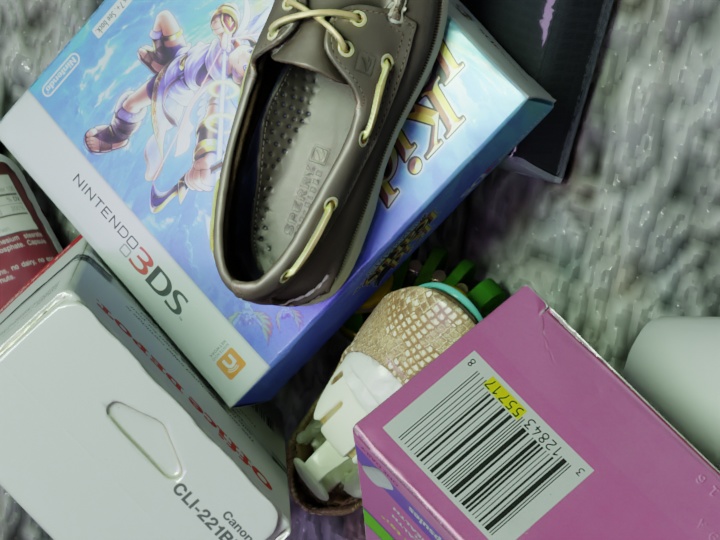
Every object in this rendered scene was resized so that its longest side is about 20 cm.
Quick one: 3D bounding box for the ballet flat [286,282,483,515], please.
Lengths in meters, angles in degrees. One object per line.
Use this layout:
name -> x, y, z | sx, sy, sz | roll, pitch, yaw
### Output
ballet flat -> 0.007, 0.071, 0.894 | 0.071, 0.065, 0.200 | 46, 154, 12

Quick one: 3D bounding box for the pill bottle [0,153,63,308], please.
pill bottle -> -0.222, 0.006, 1.078 | 0.114, 0.114, 0.200 | -40, 74, 35

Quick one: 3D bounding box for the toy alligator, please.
toy alligator -> 0.000, 0.000, 0.928 | 0.200, 0.059, 0.054 | 24, 72, 10

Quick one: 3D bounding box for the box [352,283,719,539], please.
box -> 0.091, 0.134, 0.810 | 0.176, 0.097, 0.200 | 45, 164, 21

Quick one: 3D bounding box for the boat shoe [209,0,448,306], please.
boat shoe -> -0.015, -0.081, 0.812 | 0.072, 0.060, 0.200 | 19, 96, 19

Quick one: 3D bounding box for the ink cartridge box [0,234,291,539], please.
ink cartridge box -> -0.109, 0.067, 0.903 | 0.084, 0.200, 0.144 | -42, 99, 3

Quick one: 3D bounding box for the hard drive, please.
hard drive -> 0.022, -0.131, 0.913 | 0.200, 0.042, 0.135 | 27, 114, 31

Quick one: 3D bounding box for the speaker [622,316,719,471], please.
speaker -> 0.208, 0.058, 0.781 | 0.200, 0.081, 0.081 | 0, 98, 36

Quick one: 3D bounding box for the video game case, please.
video game case -> -0.044, -0.070, 0.881 | 0.200, 0.045, 0.181 | -46, 76, 16
